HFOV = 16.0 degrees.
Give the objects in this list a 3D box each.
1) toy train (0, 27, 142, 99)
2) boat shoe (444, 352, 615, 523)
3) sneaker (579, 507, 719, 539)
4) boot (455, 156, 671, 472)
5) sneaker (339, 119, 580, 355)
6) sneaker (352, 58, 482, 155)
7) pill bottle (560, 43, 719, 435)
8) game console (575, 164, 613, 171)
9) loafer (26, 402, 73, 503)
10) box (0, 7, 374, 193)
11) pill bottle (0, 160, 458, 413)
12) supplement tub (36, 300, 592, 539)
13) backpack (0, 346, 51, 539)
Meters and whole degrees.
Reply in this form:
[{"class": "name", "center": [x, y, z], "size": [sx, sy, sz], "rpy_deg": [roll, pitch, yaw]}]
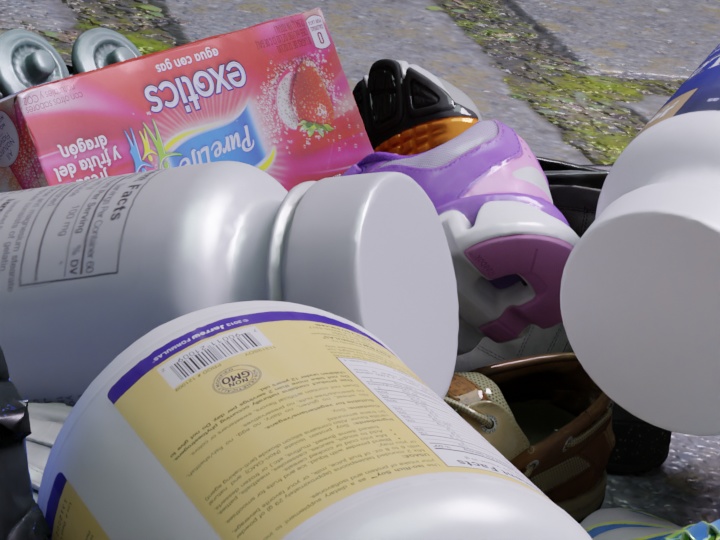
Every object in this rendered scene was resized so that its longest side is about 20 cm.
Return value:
[{"class": "toy train", "center": [-0.162, -0.051, 1.219], "size": [0.085, 0.115, 0.199], "rpy_deg": [-31, -16, 38]}, {"class": "boat shoe", "center": [0.029, 0.071, 0.994], "size": [0.076, 0.074, 0.199], "rpy_deg": [34, 30, 30]}, {"class": "sneaker", "center": [0.152, 0.108, 0.913], "size": [0.075, 0.106, 0.200], "rpy_deg": [-6, 25, -37]}, {"class": "boot", "center": [0.053, 0.009, 1.104], "size": [0.199, 0.131, 0.068], "rpy_deg": [6, 21, -8]}, {"class": "sneaker", "center": [0.000, 0.000, 1.044], "size": [0.080, 0.199, 0.089], "rpy_deg": [40, 35, -44]}, {"class": "sneaker", "center": [0.034, -0.055, 1.270], "size": [0.091, 0.076, 0.200], "rpy_deg": [6, -7, -17]}, {"class": "pill bottle", "center": [0.160, -0.025, 0.999], "size": [0.115, 0.116, 0.200], "rpy_deg": [17, 35, 22]}, {"class": "game console", "center": [0.073, -0.022, 1.219], "size": [0.199, 0.119, 0.172], "rpy_deg": [-1, 22, -28]}, {"class": "loafer", "center": [-0.158, 0.078, 0.911], "size": [0.199, 0.070, 0.070], "rpy_deg": [5, 35, 17]}, {"class": "box", "center": [-0.096, -0.043, 1.152], "size": [0.099, 0.096, 0.200], "rpy_deg": [-19, 2, 43]}, {"class": "pill bottle", "center": [-0.071, 0.019, 0.956], "size": [0.199, 0.115, 0.114], "rpy_deg": [-7, 12, 25]}, {"class": "supplement tub", "center": [-0.005, 0.109, 0.782], "size": [0.145, 0.146, 0.200], "rpy_deg": [-1, 22, -26]}, {"class": "backpack", "center": [-0.199, 0.078, 0.758], "size": [0.167, 0.164, 0.200], "rpy_deg": [2, 14, 35]}]
